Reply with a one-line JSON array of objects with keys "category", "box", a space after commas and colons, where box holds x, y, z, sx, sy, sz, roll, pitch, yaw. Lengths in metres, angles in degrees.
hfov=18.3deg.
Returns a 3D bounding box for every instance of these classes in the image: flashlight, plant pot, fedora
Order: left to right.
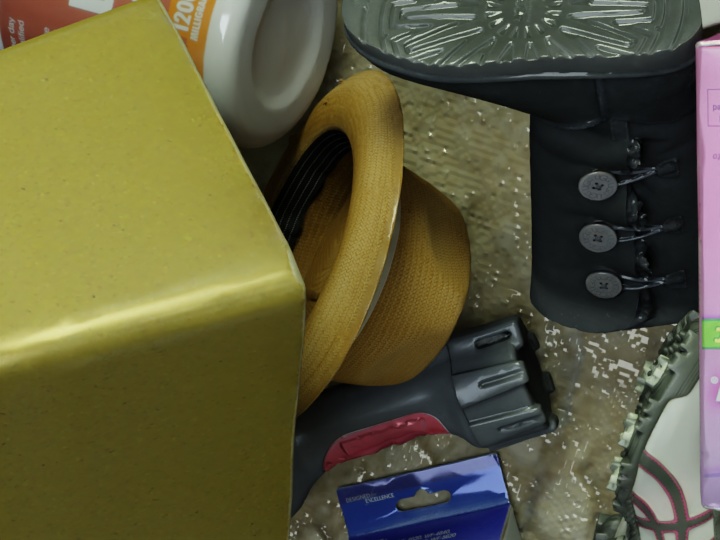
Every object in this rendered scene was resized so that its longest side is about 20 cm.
[{"category": "plant pot", "box": [-0.153, 0.029, 0.999, 0.196, 0.198, 0.195, 95, 154, -48]}, {"category": "fedora", "box": [0.000, 0.000, 1.091, 0.081, 0.201, 0.202, 20, 109, -18]}, {"category": "flashlight", "box": [0.003, 0.088, 1.152, 0.199, 0.068, 0.068, -17, 64, 18]}]

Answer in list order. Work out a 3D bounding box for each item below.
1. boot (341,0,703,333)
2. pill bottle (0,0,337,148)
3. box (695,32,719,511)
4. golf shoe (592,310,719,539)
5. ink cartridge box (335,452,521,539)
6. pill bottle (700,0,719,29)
[{"category": "boot", "box": [0.084, -0.053, 1.036, 0.163, 0.066, 0.201, 8, 147, 17]}, {"category": "pill bottle", "box": [-0.121, -0.137, 1.121, 0.199, 0.112, 0.113, 17, 105, 24]}, {"category": "box", "box": [0.212, -0.011, 0.995, 0.096, 0.176, 0.202, 0, 101, 19]}, {"category": "golf shoe", "box": [0.161, 0.112, 1.089, 0.087, 0.077, 0.201, 16, 122, 10]}, {"category": "ink cartridge box", "box": [0.051, 0.203, 1.168, 0.099, 0.039, 0.202, -16, 94, 22]}, {"category": "pill bottle", "box": [0.118, -0.205, 1.028, 0.111, 0.112, 0.202, -16, 94, 22]}]
